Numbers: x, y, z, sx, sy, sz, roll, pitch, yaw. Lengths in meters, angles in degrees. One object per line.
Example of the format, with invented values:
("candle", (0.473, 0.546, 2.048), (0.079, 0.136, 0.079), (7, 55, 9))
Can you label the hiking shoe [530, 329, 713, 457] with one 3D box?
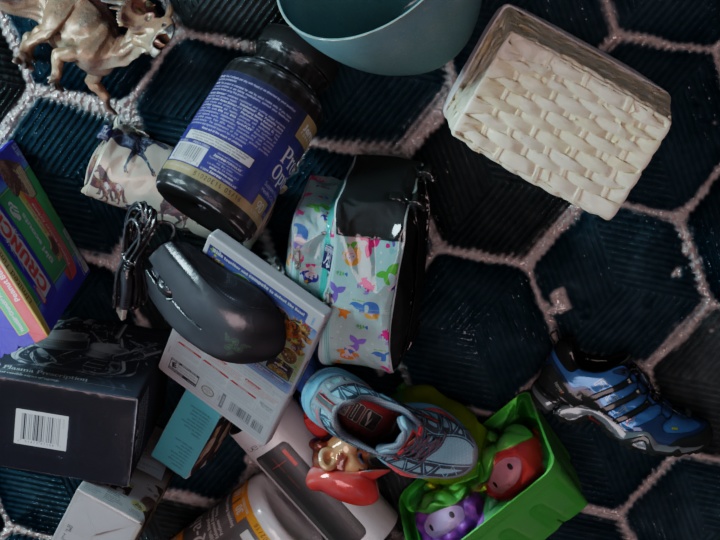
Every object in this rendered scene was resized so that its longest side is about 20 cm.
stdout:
("hiking shoe", (0.283, 0.134, 1.749), (0.200, 0.074, 0.087), (18, 111, -1))

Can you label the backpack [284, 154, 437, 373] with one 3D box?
("backpack", (0.000, 0.000, 1.673), (0.150, 0.178, 0.200), (2, 117, 8))

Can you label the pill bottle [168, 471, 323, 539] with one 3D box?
("pill bottle", (-0.148, 0.322, 1.834), (0.200, 0.116, 0.116), (-38, 103, 16))

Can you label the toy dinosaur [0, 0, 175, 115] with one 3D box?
("toy dinosaur", (-0.275, -0.247, 1.663), (0.200, 0.086, 0.136), (34, 99, 10))

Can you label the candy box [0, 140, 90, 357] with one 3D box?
("candy box", (-0.366, -0.024, 1.684), (0.077, 0.200, 0.169), (-25, 106, 13))

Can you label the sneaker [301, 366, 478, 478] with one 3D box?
("sneaker", (0.036, 0.168, 1.653), (0.200, 0.096, 0.079), (23, 95, -20))

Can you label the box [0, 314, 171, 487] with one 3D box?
("box", (-0.316, 0.127, 1.744), (0.200, 0.182, 0.104), (9, 110, 1))

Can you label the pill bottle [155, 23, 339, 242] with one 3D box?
("pill bottle", (-0.107, -0.138, 1.631), (0.112, 0.112, 0.200), (32, 78, -7))

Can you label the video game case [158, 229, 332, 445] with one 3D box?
("video game case", (-0.119, 0.070, 1.662), (0.143, 0.018, 0.200), (35, 131, 11))

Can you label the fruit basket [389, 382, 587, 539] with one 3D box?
("fruit basket", (0.110, 0.213, 1.766), (0.215, 0.156, 0.216), (-4, 123, -6))

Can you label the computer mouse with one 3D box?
("computer mouse", (-0.166, 0.033, 1.623), (0.200, 0.053, 0.139), (30, 129, 15))

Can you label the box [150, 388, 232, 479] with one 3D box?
("box", (-0.148, 0.122, 1.775), (0.049, 0.082, 0.200), (33, 110, 9))

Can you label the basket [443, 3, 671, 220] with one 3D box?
("basket", (0.193, -0.153, 1.627), (0.200, 0.123, 0.136), (28, 109, -4))

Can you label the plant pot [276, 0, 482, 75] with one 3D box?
("plant pot", (0.039, -0.263, 1.583), (0.200, 0.200, 0.135), (-28, 139, 14))

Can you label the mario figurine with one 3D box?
("mario figurine", (-0.015, 0.148, 1.742), (0.106, 0.123, 0.200), (-27, 80, 49))

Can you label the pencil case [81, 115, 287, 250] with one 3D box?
("pencil case", (-0.181, -0.087, 1.709), (0.200, 0.078, 0.090), (21, 83, -3))

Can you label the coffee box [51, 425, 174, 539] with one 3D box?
("coffee box", (-0.261, 0.250, 1.774), (0.080, 0.200, 0.113), (28, 111, -2))

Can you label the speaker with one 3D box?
("speaker", (-0.051, 0.220, 1.809), (0.081, 0.081, 0.200), (-37, 103, 16))
